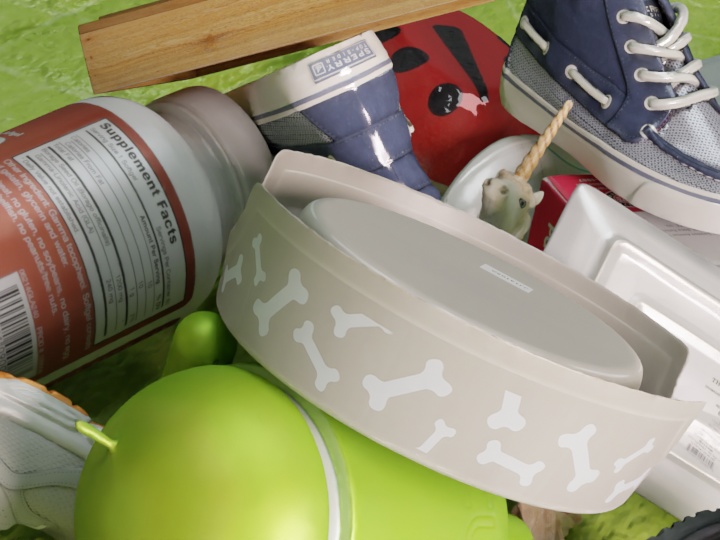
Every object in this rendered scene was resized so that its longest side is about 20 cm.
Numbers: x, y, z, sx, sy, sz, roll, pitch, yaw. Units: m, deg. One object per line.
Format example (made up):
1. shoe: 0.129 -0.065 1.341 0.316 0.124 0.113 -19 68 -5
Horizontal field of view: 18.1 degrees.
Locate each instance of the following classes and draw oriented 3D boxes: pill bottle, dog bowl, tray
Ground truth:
1. pill bottle: -0.136 -0.011 1.009 0.200 0.112 0.112 -27 47 -37
2. dog bowl: 0.035 0.024 0.865 0.200 0.059 0.200 26 12 -6
3. tray: -0.016 -0.121 1.020 0.200 0.037 0.099 -13 3 24
4. tray: 0.155 0.055 0.988 0.200 0.107 0.022 32 -13 -18

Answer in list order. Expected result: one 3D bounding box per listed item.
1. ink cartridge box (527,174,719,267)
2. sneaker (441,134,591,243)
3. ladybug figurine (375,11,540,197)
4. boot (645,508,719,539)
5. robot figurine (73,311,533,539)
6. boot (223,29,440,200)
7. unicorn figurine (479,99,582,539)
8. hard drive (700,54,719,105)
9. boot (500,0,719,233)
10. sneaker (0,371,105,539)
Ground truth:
1. ink cartridge box: 0.187 0.032 1.129 0.145 0.083 0.200 -1 31 -24
2. sneaker: 0.124 -0.031 1.234 0.200 0.070 0.080 -11 39 -38
3. ladybug figurine: 0.049 -0.100 1.321 0.136 0.072 0.200 2 31 -21
4. boot: 0.143 0.182 0.844 0.168 0.076 0.200 30 39 35
5. robot figurine: -0.024 0.096 0.861 0.200 0.116 0.176 10 47 -50
6. boot: -0.018 -0.055 1.073 0.073 0.090 0.200 -25 5 -9
7. unicorn figurine: 0.053 0.032 1.023 0.074 0.200 0.137 -14 -2 35
8. hard drive: 0.253 -0.111 1.371 0.132 0.027 0.200 -16 13 7
9. boot: 0.146 -0.094 1.146 0.073 0.090 0.200 -12 34 -38
10. sneaker: -0.165 0.076 0.871 0.076 0.092 0.200 1 -30 43
